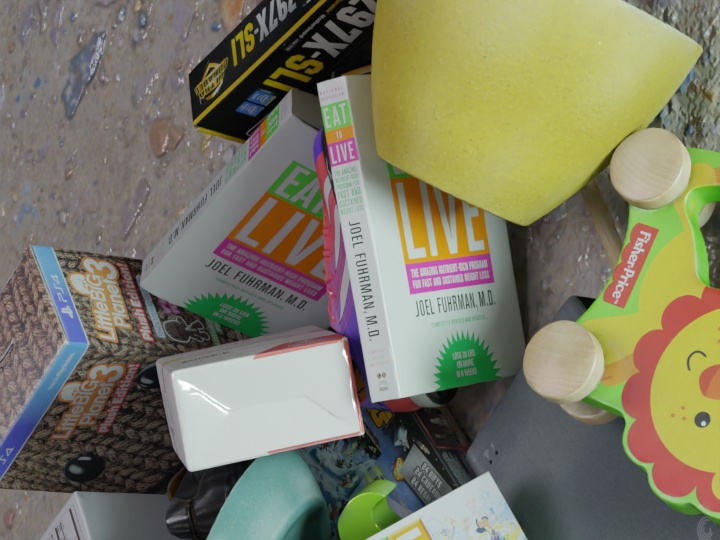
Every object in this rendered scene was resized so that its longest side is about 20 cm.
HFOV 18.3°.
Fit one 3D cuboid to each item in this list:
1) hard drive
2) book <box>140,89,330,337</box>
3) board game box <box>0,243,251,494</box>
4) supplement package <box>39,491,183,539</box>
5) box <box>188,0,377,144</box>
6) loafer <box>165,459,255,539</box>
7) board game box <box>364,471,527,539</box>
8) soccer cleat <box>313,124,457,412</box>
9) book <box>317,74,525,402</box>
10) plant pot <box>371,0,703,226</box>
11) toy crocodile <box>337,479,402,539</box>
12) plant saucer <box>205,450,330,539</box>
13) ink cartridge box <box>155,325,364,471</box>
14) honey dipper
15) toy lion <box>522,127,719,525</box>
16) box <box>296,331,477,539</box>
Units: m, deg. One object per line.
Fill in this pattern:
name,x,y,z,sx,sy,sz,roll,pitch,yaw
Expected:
hard drive,0.152,0.133,1.365,0.140,0.033,0.200,-59,44,26
book,-0.046,-0.031,1.551,0.200,0.133,0.048,-47,30,38
board game box,-0.182,0.080,1.663,0.160,0.199,0.097,-54,46,31
supplement package,-0.136,0.273,1.603,0.111,0.155,0.201,-51,47,35
box,0.003,-0.144,1.500,0.200,0.159,0.050,-38,48,41
loafer,-0.103,0.147,1.591,0.200,0.072,0.073,-136,34,-86
board game box,0.024,0.230,1.352,0.199,0.034,0.135,-29,71,-3
soccer cleat,0.000,0.000,1.458,0.073,0.068,0.201,-13,103,34
book,0.038,-0.024,1.422,0.048,0.133,0.201,-12,87,39
plant pot,0.085,-0.111,1.342,0.200,0.200,0.143,31,98,50
toy crocodile,0.059,0.217,1.403,0.200,0.067,0.062,49,121,19
plant saucer,-0.064,0.215,1.469,0.036,0.200,0.201,16,97,18
ink cartridge box,-0.071,0.082,1.485,0.200,0.116,0.068,-171,70,-82
honey dipper,0.151,-0.028,1.395,0.038,0.038,0.201,-48,47,35
toy lion,0.205,0.038,1.270,0.191,0.069,0.201,20,81,31
box,0.015,0.144,1.530,0.137,0.040,0.200,-59,43,28
